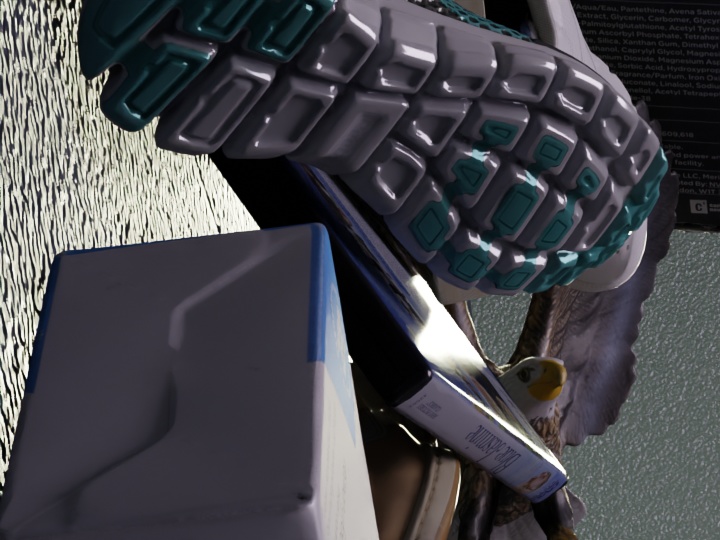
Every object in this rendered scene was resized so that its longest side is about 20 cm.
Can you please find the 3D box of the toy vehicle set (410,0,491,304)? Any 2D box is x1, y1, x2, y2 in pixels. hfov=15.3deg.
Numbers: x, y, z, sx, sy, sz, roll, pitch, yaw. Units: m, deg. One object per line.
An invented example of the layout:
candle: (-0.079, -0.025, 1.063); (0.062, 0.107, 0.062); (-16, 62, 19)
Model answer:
toy vehicle set: (0.012, -0.104, 0.887); (0.124, 0.026, 0.201); (-118, -163, -59)

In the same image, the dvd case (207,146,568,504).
dvd case: (0.000, 0.000, 0.829); (0.143, 0.018, 0.200); (54, 5, 19)

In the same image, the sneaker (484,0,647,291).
sneaker: (0.056, -0.066, 0.977); (0.087, 0.074, 0.200); (-95, 161, -57)

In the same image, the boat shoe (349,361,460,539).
boat shoe: (-0.012, 0.074, 0.845); (0.200, 0.069, 0.074); (-105, -150, -79)

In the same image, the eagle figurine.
eagle figurine: (0.058, 0.037, 1.104); (0.151, 0.151, 0.201); (9, 71, -46)

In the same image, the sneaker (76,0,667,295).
sneaker: (0.004, -0.062, 0.743); (0.200, 0.078, 0.091); (27, 26, -36)

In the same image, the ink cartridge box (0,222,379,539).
ink cartridge box: (-0.025, 0.105, 0.613); (0.116, 0.067, 0.201); (-89, 171, -60)

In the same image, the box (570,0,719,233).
box: (0.135, -0.138, 1.135); (0.201, 0.104, 0.148); (79, 22, -44)
